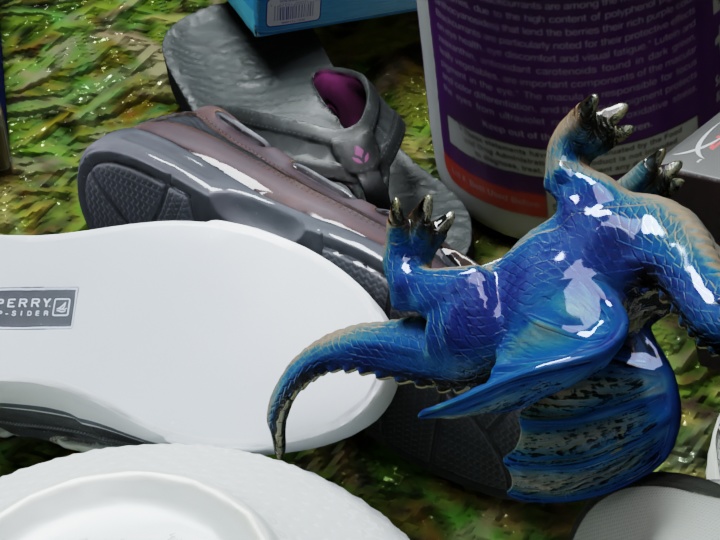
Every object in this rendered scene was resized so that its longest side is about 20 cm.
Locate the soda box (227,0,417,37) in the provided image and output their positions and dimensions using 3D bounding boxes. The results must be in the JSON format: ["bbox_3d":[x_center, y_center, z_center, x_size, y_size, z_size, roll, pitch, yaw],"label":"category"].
[{"bbox_3d":[0.040,-0.147,1.005,0.200,0.064,0.068,-11,36,-22],"label":"soda box"}]

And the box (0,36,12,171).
[{"bbox_3d":[-0.205,-0.098,1.039,0.121,0.032,0.200,-10,37,-3],"label":"box"}]

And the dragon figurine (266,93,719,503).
[{"bbox_3d":[0.049,0.022,0.690,0.200,0.059,0.099,-28,48,19],"label":"dragon figurine"}]

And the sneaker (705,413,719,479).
[{"bbox_3d":[0.145,0.083,0.707,0.078,0.082,0.200,-11,38,-4],"label":"sneaker"}]

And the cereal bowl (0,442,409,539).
[{"bbox_3d":[-0.064,0.115,0.704,0.200,0.083,0.200,-6,38,5],"label":"cereal bowl"}]

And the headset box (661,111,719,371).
[{"bbox_3d":[0.207,-0.018,0.713,0.149,0.077,0.200,-37,36,-30],"label":"headset box"}]

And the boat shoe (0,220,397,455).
[{"bbox_3d":[-0.074,0.028,0.826,0.200,0.068,0.072,1,71,23],"label":"boat shoe"}]

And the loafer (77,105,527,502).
[{"bbox_3d":[0.000,0.000,0.834,0.200,0.072,0.063,31,46,24],"label":"loafer"}]

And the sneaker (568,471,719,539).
[{"bbox_3d":[0.077,0.102,0.627,0.079,0.074,0.200,17,19,-14],"label":"sneaker"}]

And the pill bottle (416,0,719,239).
[{"bbox_3d":[0.072,-0.117,0.877,0.111,0.200,0.111,-5,39,4],"label":"pill bottle"}]

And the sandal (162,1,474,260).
[{"bbox_3d":[-0.025,-0.051,0.934,0.075,0.048,0.200,-21,40,-16],"label":"sandal"}]
